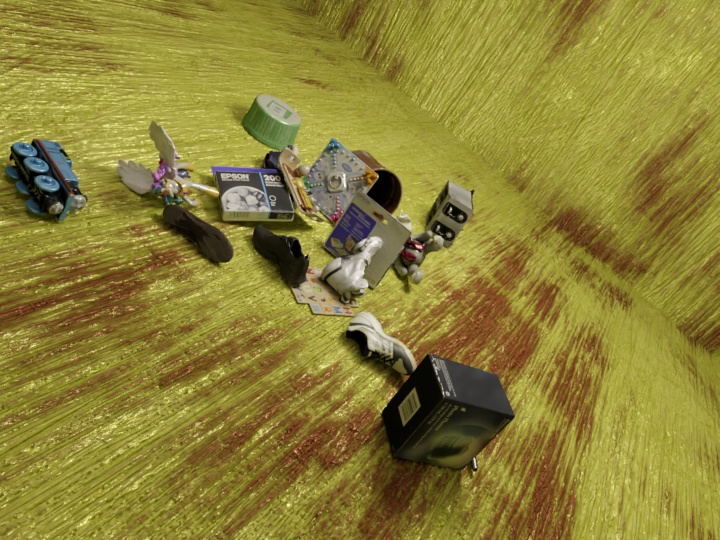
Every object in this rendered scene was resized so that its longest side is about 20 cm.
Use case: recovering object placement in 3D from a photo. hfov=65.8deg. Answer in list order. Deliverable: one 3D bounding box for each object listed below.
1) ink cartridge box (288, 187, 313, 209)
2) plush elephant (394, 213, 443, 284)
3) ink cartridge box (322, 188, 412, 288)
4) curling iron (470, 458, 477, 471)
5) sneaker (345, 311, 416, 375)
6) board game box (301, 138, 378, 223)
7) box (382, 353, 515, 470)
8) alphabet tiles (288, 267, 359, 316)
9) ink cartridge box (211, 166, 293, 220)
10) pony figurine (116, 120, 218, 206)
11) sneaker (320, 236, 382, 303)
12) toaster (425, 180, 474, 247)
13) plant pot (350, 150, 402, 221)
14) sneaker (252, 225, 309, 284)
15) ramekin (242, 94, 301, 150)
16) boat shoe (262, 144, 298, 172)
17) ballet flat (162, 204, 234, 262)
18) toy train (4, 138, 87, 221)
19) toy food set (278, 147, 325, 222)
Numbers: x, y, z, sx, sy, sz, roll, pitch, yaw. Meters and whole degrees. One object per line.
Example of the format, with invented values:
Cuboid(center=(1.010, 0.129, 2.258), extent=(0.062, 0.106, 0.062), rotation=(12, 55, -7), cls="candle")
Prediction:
Cuboid(center=(-0.230, -0.220, 1.646), extent=(0.093, 0.045, 0.199), rotation=(40, 31, 9), cls="ink cartridge box")
Cuboid(center=(0.133, -0.080, 1.716), extent=(0.154, 0.166, 0.200), rotation=(37, -1, -23), cls="plush elephant")
Cuboid(center=(0.021, -0.090, 1.566), extent=(0.197, 0.202, 0.043), rotation=(39, 21, 8), cls="ink cartridge box")
Cuboid(center=(0.251, 0.382, 1.314), extent=(0.203, 0.025, 0.050), rotation=(-89, 156, -50), cls="curling iron")
Cuboid(center=(0.044, 0.194, 1.343), extent=(0.199, 0.076, 0.087), rotation=(40, 46, 14), cls="sneaker")
Cuboid(center=(-0.076, -0.277, 1.732), extent=(0.199, 0.201, 0.026), rotation=(40, 4, 12), cls="board game box")
Cuboid(center=(0.184, 0.306, 1.183), extent=(0.194, 0.202, 0.125), rotation=(18, 33, -26), cls="box")
Cuboid(center=(-0.097, 0.052, 1.443), extent=(0.196, 0.006, 0.168), rotation=(8, 40, -40), cls="alphabet tiles")
Cuboid(center=(-0.294, -0.222, 1.511), extent=(0.193, 0.044, 0.203), rotation=(-2, 53, -28), cls="ink cartridge box")
Cuboid(center=(-0.462, -0.233, 1.348), extent=(0.193, 0.167, 0.199), rotation=(45, 14, 13), cls="pony figurine")
Cuboid(center=(0.000, 0.000, 1.483), extent=(0.198, 0.075, 0.116), rotation=(-33, 75, -21), cls="sneaker")
Cuboid(center=(0.337, -0.218, 2.083), extent=(0.117, 0.183, 0.202), rotation=(28, 31, -8), cls="toaster")
Cuboid(center=(0.017, -0.293, 1.869), extent=(0.196, 0.203, 0.200), rotation=(14, 29, -31), cls="plant pot")
Cuboid(center=(-0.195, -0.059, 1.409), extent=(0.199, 0.092, 0.075), rotation=(41, 34, 20), cls="sneaker")
Cuboid(center=(-0.302, -0.520, 1.935), extent=(0.196, 0.099, 0.202), rotation=(26, 32, -17), cls="ramekin")
Cuboid(center=(-0.258, -0.365, 1.786), extent=(0.092, 0.075, 0.202), rotation=(30, 31, -23), cls="boat shoe")
Cuboid(center=(-0.378, -0.088, 1.310), extent=(0.197, 0.068, 0.046), rotation=(34, -2, 3), cls="ballet flat")
Cuboid(center=(-0.645, -0.190, 1.150), extent=(0.200, 0.087, 0.113), rotation=(48, 27, 20), cls="toy train")
Cuboid(center=(-0.159, -0.239, 1.586), extent=(0.204, 0.059, 0.143), rotation=(66, 8, 7), cls="toy food set")
